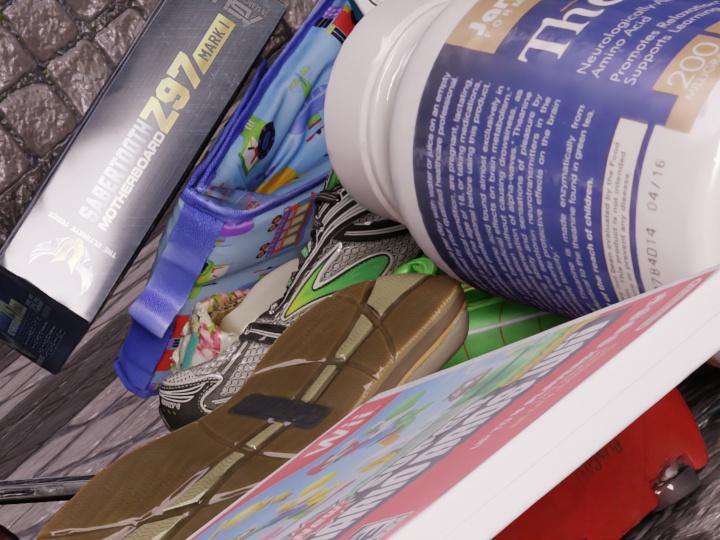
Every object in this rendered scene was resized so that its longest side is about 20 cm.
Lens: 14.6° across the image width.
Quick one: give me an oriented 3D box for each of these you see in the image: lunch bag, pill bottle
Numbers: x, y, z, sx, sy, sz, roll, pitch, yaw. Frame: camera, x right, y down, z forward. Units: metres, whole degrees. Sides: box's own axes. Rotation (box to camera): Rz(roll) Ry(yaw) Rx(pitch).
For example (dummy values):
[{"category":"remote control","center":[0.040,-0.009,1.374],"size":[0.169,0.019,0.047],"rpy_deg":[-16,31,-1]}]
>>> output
[{"category":"lunch bag","center":[-0.034,-0.030,1.255],"size":[0.200,0.094,0.151],"rpy_deg":[-46,-8,-37]},{"category":"pill bottle","center":[0.080,-0.039,0.915],"size":[0.111,0.111,0.199],"rpy_deg":[-41,34,-24]}]

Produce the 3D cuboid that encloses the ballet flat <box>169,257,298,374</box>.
[{"category":"ballet flat","center":[0.006,0.013,1.207],"size":[0.199,0.064,0.076],"rpy_deg":[-26,46,-31]}]

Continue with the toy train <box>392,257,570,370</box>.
[{"category":"toy train","center":[0.089,0.004,0.989],"size":[0.199,0.042,0.057],"rpy_deg":[-18,34,28]}]

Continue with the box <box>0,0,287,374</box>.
[{"category":"box","center":[-0.104,-0.041,1.222],"size":[0.158,0.051,0.200],"rpy_deg":[-59,4,-12]}]

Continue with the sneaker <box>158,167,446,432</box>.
[{"category":"sneaker","center":[0.000,0.000,1.096],"size":[0.199,0.085,0.078],"rpy_deg":[-35,8,13]}]

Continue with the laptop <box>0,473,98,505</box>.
[{"category":"laptop","center":[-0.148,0.039,1.174],"size":[0.198,0.117,0.187],"rpy_deg":[-4,-3,1]}]

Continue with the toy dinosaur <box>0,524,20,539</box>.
[{"category":"toy dinosaur","center":[-0.143,0.141,1.134],"size":[0.200,0.105,0.181],"rpy_deg":[-37,8,0]}]

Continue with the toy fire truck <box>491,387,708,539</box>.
[{"category":"toy fire truck","center":[0.006,0.099,0.848],"size":[0.141,0.049,0.200],"rpy_deg":[-32,1,40]}]

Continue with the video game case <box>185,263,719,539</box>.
[{"category":"video game case","center":[0.008,0.059,0.777],"size":[0.143,0.018,0.200],"rpy_deg":[-36,6,-31]}]

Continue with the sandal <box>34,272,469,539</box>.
[{"category":"sandal","center":[-0.031,0.074,0.923],"size":[0.080,0.054,0.200],"rpy_deg":[11,43,46]}]

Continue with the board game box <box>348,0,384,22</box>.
[{"category":"board game box","center":[0.114,-0.109,1.169],"size":[0.199,0.151,0.047],"rpy_deg":[-31,-24,-1]}]
